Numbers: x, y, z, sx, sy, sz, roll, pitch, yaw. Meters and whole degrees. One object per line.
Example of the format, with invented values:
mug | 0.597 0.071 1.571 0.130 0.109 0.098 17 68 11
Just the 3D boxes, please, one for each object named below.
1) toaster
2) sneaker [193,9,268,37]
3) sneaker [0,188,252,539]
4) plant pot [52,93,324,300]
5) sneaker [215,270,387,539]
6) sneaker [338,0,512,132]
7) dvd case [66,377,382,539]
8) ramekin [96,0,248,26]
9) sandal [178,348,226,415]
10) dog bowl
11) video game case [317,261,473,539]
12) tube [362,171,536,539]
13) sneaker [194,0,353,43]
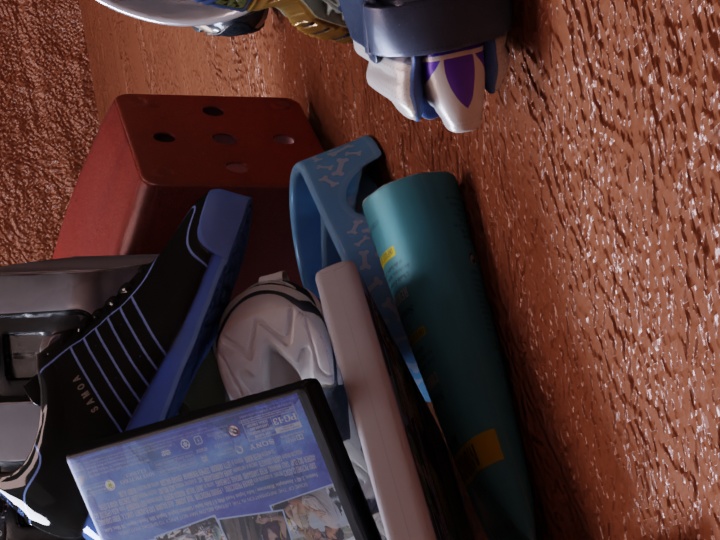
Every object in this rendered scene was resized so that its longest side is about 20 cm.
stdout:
toaster | -0.156 0.084 1.066 0.200 0.118 0.183 -10 -82 -69
sneaker | -0.115 -0.265 1.366 0.087 0.077 0.201 104 155 -53
sneaker | -0.123 0.041 0.928 0.070 0.077 0.201 91 -158 -78
plant pot | -0.105 -0.015 1.246 0.200 0.198 0.177 -117 31 -55
sneaker | -0.029 0.091 0.992 0.130 0.079 0.200 -87 -23 -72
sneaker | 0.039 -0.136 0.753 0.200 0.080 0.148 142 111 -73
dvd case | -0.046 0.161 0.865 0.201 0.142 0.018 69 -154 -9
ramekin | -0.104 -0.254 1.043 0.105 0.199 0.201 -64 -19 -48
sandal | -0.090 0.130 0.974 0.057 0.079 0.203 -12 77 41
dog bowl | 0.000 0.000 1.072 0.200 0.049 0.112 -115 20 -54
video game case | 0.033 0.123 0.882 0.183 0.023 0.201 63 -171 -53
tube | 0.052 0.051 0.892 0.078 0.050 0.201 89 165 -74
sneaker | -0.037 -0.172 0.876 0.200 0.075 0.089 12 -105 -63
